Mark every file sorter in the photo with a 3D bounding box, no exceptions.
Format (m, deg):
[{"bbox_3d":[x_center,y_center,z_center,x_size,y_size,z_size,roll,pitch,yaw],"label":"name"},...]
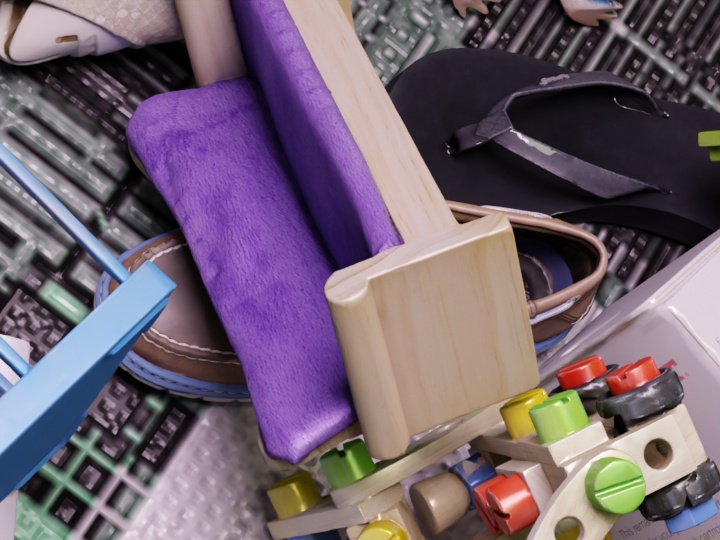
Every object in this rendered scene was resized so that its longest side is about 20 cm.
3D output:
[{"bbox_3d":[-0.181,0.052,0.849,0.123,0.139,0.200,43,59,2],"label":"file sorter"}]

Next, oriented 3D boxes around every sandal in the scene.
[{"bbox_3d":[0.096,-0.052,1.097,0.199,0.043,0.077,6,67,-22],"label":"sandal"}]

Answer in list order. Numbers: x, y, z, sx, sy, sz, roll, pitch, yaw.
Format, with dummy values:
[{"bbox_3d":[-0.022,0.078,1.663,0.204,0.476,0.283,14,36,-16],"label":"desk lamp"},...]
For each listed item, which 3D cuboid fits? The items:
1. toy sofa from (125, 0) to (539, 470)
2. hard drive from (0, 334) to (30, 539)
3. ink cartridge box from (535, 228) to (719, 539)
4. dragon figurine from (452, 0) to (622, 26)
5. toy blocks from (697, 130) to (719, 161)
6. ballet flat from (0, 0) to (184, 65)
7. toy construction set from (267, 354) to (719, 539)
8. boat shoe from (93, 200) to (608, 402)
[{"bbox_3d":[-0.020,-0.033,0.939,0.097,0.083,0.200,-20,47,-7],"label":"toy sofa"},{"bbox_3d":[-0.184,0.110,0.916,0.131,0.025,0.201,11,66,-20],"label":"hard drive"},{"bbox_3d":[0.163,0.087,1.011,0.200,0.145,0.083,49,58,0],"label":"ink cartridge box"},{"bbox_3d":[0.066,-0.160,1.118,0.199,0.059,0.100,2,69,-24],"label":"dragon figurine"},{"bbox_3d":[0.226,0.006,1.105,0.199,0.100,0.138,-6,93,-41],"label":"toy blocks"},{"bbox_3d":[-0.143,-0.109,1.013,0.199,0.067,0.063,17,91,-13],"label":"ballet flat"},{"bbox_3d":[0.050,0.085,0.925,0.131,0.200,0.093,-25,109,-10],"label":"toy construction set"},{"bbox_3d":[0.000,0.000,1.016,0.199,0.072,0.073,-7,73,-26],"label":"boat shoe"}]
